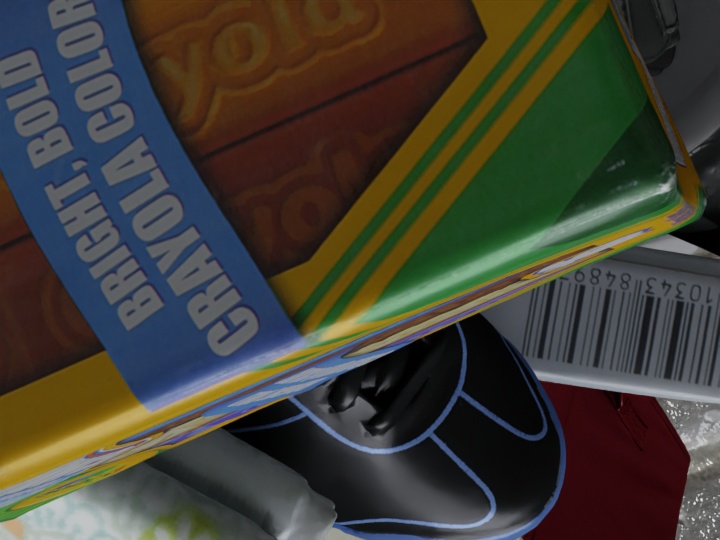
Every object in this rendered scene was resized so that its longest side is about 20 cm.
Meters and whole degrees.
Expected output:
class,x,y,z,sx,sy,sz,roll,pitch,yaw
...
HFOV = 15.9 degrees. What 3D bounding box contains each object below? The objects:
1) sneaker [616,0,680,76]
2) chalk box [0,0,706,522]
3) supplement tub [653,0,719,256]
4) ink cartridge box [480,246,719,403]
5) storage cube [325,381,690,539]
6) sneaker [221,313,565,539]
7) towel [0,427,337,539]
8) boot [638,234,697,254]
class,x,y,z,sx,sy,sz,roll,pitch,yaw
sneaker,0.007,-0.050,0.628,0.071,0.098,0.200,-24,178,-37
chalk box,-0.055,-0.027,0.452,0.199,0.125,0.124,-24,175,8
supplement tub,0.156,-0.047,0.737,0.199,0.123,0.122,21,148,-33
ink cartridge box,0.000,0.000,0.752,0.198,0.041,0.200,9,-178,-7
storage cube,0.013,0.089,1.039,0.199,0.171,0.180,-25,-161,24
sneaker,-0.026,0.005,0.597,0.070,0.200,0.078,-60,-164,-12
towel,-0.118,0.063,0.638,0.171,0.199,0.048,-61,-178,46
boot,0.125,-0.073,0.928,0.200,0.073,0.091,-31,137,-32
